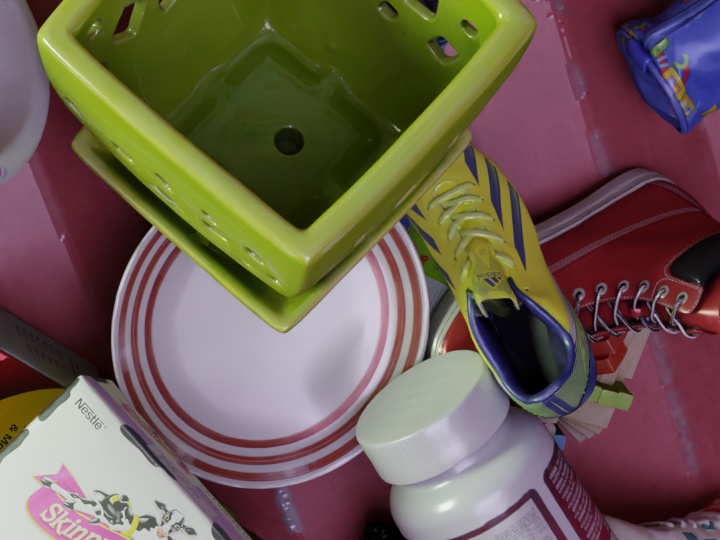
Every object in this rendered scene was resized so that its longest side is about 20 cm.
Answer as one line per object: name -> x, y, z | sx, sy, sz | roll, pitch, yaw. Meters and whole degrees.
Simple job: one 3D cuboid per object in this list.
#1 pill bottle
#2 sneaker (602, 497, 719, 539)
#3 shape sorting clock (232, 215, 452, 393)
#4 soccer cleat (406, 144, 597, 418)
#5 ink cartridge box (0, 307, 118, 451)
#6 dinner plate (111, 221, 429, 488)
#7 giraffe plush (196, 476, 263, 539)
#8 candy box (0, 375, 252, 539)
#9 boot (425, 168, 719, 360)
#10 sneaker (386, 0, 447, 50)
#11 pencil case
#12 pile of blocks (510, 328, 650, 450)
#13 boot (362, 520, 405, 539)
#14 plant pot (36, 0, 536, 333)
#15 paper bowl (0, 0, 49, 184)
pill bottle -> 0.086, 0.153, 1.583 | 0.109, 0.110, 0.200 | -33, 110, 0
sneaker -> 0.214, 0.182, 1.721 | 0.199, 0.070, 0.094 | 31, 74, -36
shape sorting clock -> 0.000, 0.000, 1.617 | 0.199, 0.039, 0.201 | -6, 106, -20
soccer cleat -> 0.075, -0.004, 1.540 | 0.065, 0.084, 0.201 | -34, 78, 15
ink cartridge box -> -0.243, 0.130, 1.582 | 0.175, 0.084, 0.200 | 32, 100, -23
dinner plate -> -0.055, 0.033, 1.569 | 0.199, 0.024, 0.201 | -5, 104, -19
giraffe plush -> -0.116, 0.209, 1.611 | 0.199, 0.172, 0.163 | 23, 92, -39
candy box -> -0.168, 0.188, 1.495 | 0.200, 0.072, 0.168 | -44, 79, 3
boot -> 0.145, 0.025, 1.587 | 0.200, 0.144, 0.073 | -35, 125, -10
sneaker -> 0.038, -0.187, 1.523 | 0.079, 0.096, 0.201 | 11, 108, -17
pencil case -> 0.248, -0.172, 1.591 | 0.200, 0.078, 0.087 | -39, 139, 2
pile of blocks -> 0.119, 0.102, 1.675 | 0.082, 0.062, 0.200 | 41, 97, -24
boot -> 0.011, 0.265, 1.643 | 0.073, 0.198, 0.163 | 24, 110, -24
plant pot -> -0.044, -0.097, 1.450 | 0.200, 0.182, 0.199 | 40, 71, 10
paper bowl -> -0.276, -0.113, 1.426 | 0.200, 0.201, 0.104 | 40, 131, -24
